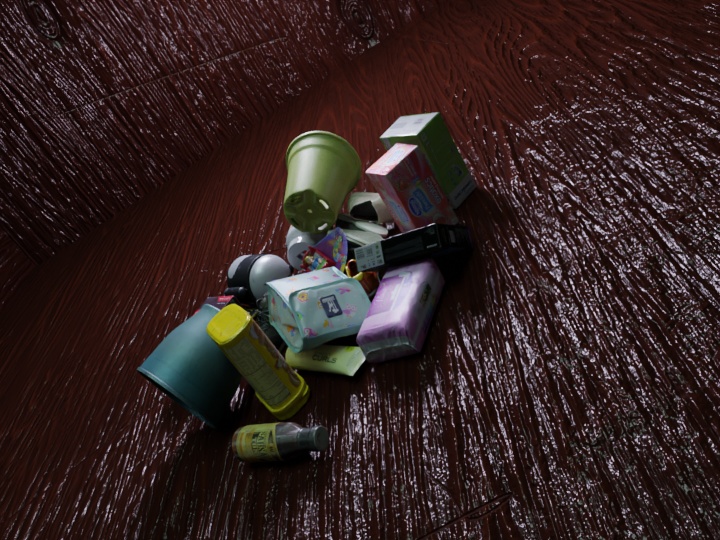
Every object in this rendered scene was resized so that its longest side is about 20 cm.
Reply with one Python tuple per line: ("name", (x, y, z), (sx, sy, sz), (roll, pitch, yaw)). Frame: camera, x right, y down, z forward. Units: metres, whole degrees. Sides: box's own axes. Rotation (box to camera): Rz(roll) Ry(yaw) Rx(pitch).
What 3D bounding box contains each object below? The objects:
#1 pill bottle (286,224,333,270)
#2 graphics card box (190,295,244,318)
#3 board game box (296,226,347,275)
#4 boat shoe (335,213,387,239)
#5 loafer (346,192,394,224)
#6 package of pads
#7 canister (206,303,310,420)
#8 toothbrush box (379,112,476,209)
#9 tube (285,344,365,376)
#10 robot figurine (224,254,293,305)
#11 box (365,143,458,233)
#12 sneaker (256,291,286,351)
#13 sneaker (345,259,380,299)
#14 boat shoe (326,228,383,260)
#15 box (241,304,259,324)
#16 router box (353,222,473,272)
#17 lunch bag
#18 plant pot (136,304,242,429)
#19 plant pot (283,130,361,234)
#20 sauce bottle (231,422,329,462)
("pill bottle", (-0.129, -0.091, 1.749), (0.110, 0.114, 0.202), (-24, 28, 21))
("graphics card box", (-0.375, 0.147, 1.623), (0.123, 0.051, 0.202), (-5, 42, 47))
("board game box", (-0.103, -0.009, 1.563), (0.199, 0.038, 0.162), (-35, 45, 42))
("boat shoe", (-0.001, -0.091, 1.656), (0.200, 0.070, 0.062), (27, 110, 54))
("loafer", (0.057, -0.144, 1.620), (0.194, 0.077, 0.069), (-2, 36, 19))
("package of pads", (0.076, 0.074, 1.276), (0.118, 0.076, 0.202), (-14, 33, 34))
("canister", (-0.196, 0.171, 1.302), (0.086, 0.202, 0.148), (-41, 27, -15))
("toothbrush box", (0.154, -0.247, 1.565), (0.086, 0.202, 0.144), (-43, 27, -21))
("tube", (-0.064, 0.169, 1.325), (0.196, 0.051, 0.060), (-1, 75, 44))
("robot figurine", (-0.253, 0.026, 1.702), (0.197, 0.124, 0.154), (-1, 59, 49))
("box", (0.111, -0.157, 1.469), (0.102, 0.202, 0.094), (-39, 26, -13))
("sneaker", (-0.206, 0.126, 1.491), (0.075, 0.115, 0.201), (0, 45, 52))
("sneaker", (0.000, 0.000, 1.481), (0.072, 0.078, 0.200), (-37, 16, -2))
("boat shoe", (-0.010, -0.055, 1.563), (0.073, 0.064, 0.198), (-7, 11, -36))
("box", (-0.333, 0.154, 1.671), (0.160, 0.050, 0.198), (-45, 27, -22))
("router box", (0.106, -0.043, 1.369), (0.196, 0.053, 0.147), (-16, -8, 34))
("lunch bag", (-0.079, 0.080, 1.359), (0.166, 0.126, 0.199), (-13, 23, -24))
("plant pot", (-0.318, 0.184, 1.398), (0.198, 0.200, 0.190), (7, 56, 53))
("plant pot", (-0.106, -0.197, 1.662), (0.196, 0.201, 0.187), (-19, 39, 29))
("sauce bottle", (-0.139, 0.294, 1.186), (0.196, 0.067, 0.067), (-17, 31, 37))
